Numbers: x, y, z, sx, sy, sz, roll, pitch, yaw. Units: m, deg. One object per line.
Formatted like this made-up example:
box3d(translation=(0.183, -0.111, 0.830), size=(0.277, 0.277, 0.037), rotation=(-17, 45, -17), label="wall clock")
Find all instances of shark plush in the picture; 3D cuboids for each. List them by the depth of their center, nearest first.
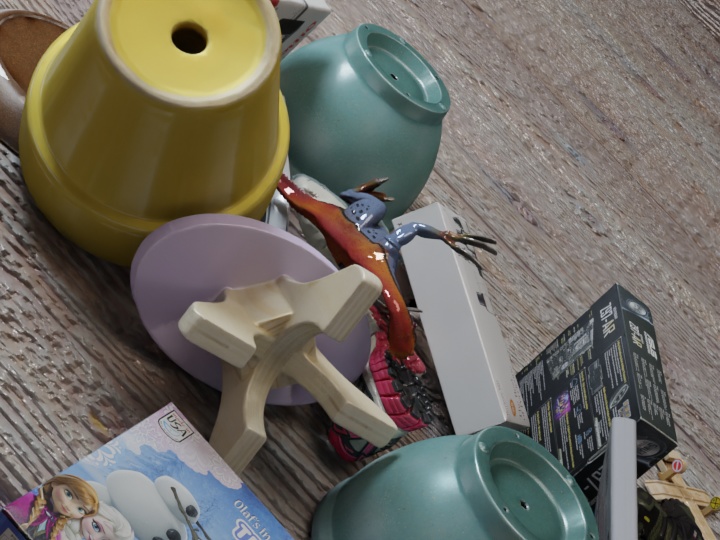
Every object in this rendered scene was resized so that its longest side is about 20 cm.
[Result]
box3d(translation=(0.017, -0.017, 1.437), size=(0.200, 0.091, 0.083), rotation=(24, 25, -35), label="shark plush")

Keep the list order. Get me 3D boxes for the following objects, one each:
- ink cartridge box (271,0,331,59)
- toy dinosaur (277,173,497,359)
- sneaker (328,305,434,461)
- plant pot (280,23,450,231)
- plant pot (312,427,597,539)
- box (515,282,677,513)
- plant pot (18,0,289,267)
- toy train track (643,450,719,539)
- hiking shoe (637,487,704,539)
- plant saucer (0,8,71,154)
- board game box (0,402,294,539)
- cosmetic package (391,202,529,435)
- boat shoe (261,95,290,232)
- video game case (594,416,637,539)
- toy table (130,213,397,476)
box3d(translation=(-0.127, -0.214, 1.411), size=(0.084, 0.144, 0.200), rotation=(49, 16, 5), label="ink cartridge box")
box3d(translation=(0.000, 0.000, 1.265), size=(0.200, 0.105, 0.182), rotation=(13, 21, 1), label="toy dinosaur")
box3d(translation=(0.004, 0.082, 1.296), size=(0.081, 0.075, 0.200), rotation=(51, 11, -15), label="sneaker")
box3d(translation=(0.001, -0.152, 1.554), size=(0.200, 0.134, 0.200), rotation=(33, 29, -21), label="plant pot")
box3d(translation=(0.084, 0.197, 1.155), size=(0.200, 0.134, 0.200), rotation=(33, 29, -21), label="plant pot")
box3d(translation=(0.192, 0.125, 1.395), size=(0.044, 0.160, 0.200), rotation=(35, 27, -19), label="box")
box3d(translation=(-0.140, -0.126, 1.168), size=(0.201, 0.189, 0.201), rotation=(6, 65, -14), label="plant pot")
box3d(translation=(0.344, 0.249, 1.573), size=(0.115, 0.033, 0.200), rotation=(16, 39, -44), label="toy train track")
box3d(translation=(0.257, 0.249, 1.401), size=(0.200, 0.076, 0.101), rotation=(10, 39, -50), label="hiking shoe")
box3d(translation=(-0.244, -0.148, 1.317), size=(0.200, 0.032, 0.200), rotation=(35, 27, -21), label="plant saucer")
box3d(translation=(-0.110, 0.195, 0.996), size=(0.200, 0.043, 0.199), rotation=(47, 25, 5), label="board game box")
box3d(translation=(0.088, 0.046, 1.398), size=(0.083, 0.051, 0.200), rotation=(19, 52, -66), label="cosmetic package")
box3d(translation=(-0.092, -0.079, 1.407), size=(0.057, 0.069, 0.200), rotation=(1, 46, -6), label="boat shoe")
box3d(translation=(0.187, 0.240, 1.222), size=(0.022, 0.182, 0.200), rotation=(8, 29, 4), label="video game case")
box3d(translation=(-0.065, 0.053, 1.144), size=(0.200, 0.184, 0.117), rotation=(19, 18, -27), label="toy table")
